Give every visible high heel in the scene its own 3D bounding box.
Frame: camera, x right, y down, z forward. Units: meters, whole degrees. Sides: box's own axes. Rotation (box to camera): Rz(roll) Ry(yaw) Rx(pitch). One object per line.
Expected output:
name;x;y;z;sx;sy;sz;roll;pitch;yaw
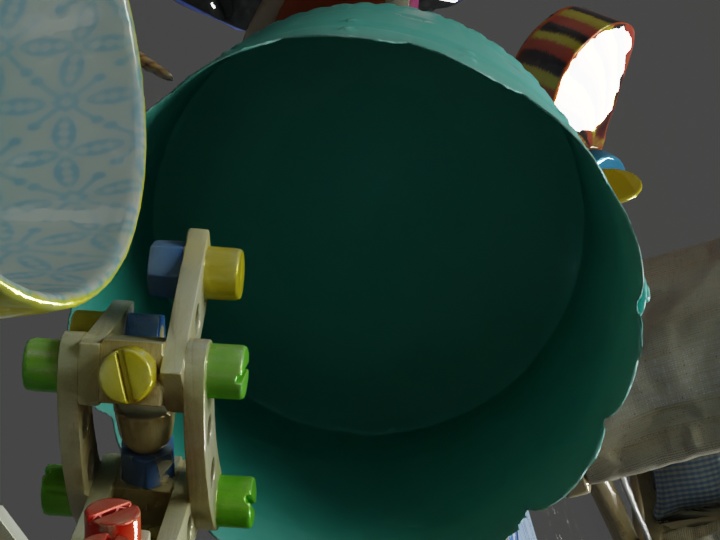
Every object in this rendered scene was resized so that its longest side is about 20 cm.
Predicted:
high heel;-0.011;-0.064;1.044;0.096;0.067;0.201;-28;145;-64

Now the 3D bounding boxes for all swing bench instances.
swing bench;0.224;0.082;1.498;0.200;0.198;0.130;53;28;-45

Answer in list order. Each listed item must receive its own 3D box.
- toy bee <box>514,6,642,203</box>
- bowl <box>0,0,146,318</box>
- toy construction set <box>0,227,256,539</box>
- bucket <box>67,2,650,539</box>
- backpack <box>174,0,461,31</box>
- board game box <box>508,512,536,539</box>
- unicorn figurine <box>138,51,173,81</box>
toy bee;0.094;-0.039;1.375;0.108;0.130;0.201;-10;95;-47
bowl;-0.151;-0.073;0.700;0.200;0.107;0.201;-17;90;-72
toy construction set;-0.083;0.081;0.792;0.200;0.092;0.132;-48;145;-60
bucket;0.000;0.000;0.932;0.135;0.206;0.208;-76;146;-76
backpack;-0.036;-0.199;1.080;0.200;0.154;0.191;25;36;-61
board game box;0.075;0.167;1.284;0.103;0.019;0.201;-17;91;-73
unicorn figurine;-0.135;-0.165;0.900;0.200;0.074;0.138;48;38;-24
